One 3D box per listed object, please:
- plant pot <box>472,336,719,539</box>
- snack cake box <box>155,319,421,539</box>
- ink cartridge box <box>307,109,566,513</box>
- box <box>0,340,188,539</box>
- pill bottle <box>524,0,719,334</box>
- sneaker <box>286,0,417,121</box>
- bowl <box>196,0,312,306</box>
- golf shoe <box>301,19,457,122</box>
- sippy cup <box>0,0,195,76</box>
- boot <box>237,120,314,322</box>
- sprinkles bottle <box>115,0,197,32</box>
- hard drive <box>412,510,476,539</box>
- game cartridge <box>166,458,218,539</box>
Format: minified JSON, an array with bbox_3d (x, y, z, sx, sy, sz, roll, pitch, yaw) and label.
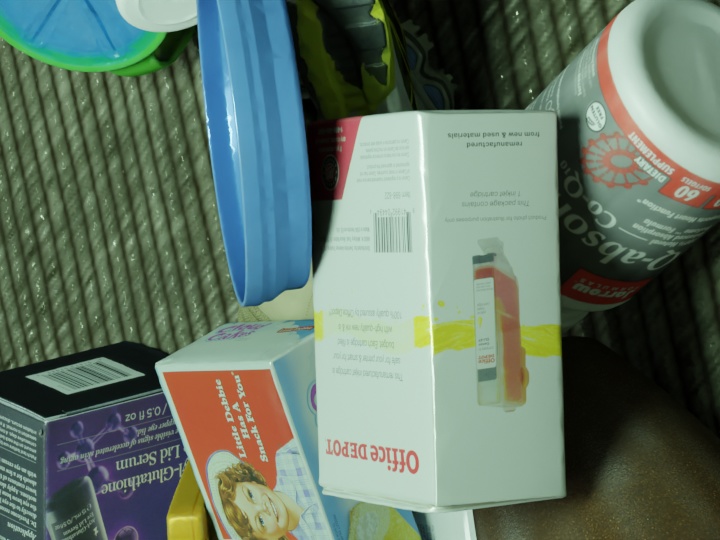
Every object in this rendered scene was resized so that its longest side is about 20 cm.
[{"bbox_3d":[0.137,0.140,1.542,0.201,0.186,0.187,63,140,37],"label":"plant pot"},{"bbox_3d":[-0.037,0.133,1.732,0.115,0.067,0.201,-2,111,50],"label":"snack cake box"},{"bbox_3d":[0.038,0.019,1.484,0.145,0.083,0.202,-178,86,-65],"label":"ink cartridge box"},{"bbox_3d":[-0.186,0.166,1.924,0.104,0.147,0.201,18,114,45],"label":"box"},{"bbox_3d":[0.132,-0.049,1.524,0.200,0.115,0.116,-46,66,45],"label":"pill bottle"},{"bbox_3d":[0.007,-0.091,1.601,0.074,0.085,0.201,-3,119,10],"label":"sneaker"},{"bbox_3d":[-0.058,-0.082,1.548,0.201,0.039,0.202,173,90,-83],"label":"bowl"},{"bbox_3d":[-0.035,-0.144,1.654,0.200,0.097,0.078,51,159,0],"label":"golf shoe"},{"bbox_3d":[-0.168,-0.218,1.799,0.139,0.131,0.178,12,138,3],"label":"sippy cup"},{"bbox_3d":[0.000,0.000,1.725,0.199,0.073,0.156,23,122,34],"label":"boot"},{"bbox_3d":[-0.132,-0.238,1.691,0.068,0.068,0.201,-51,45,43],"label":"sprinkles bottle"},{"bbox_3d":[0.014,0.164,1.784,0.199,0.026,0.133,0,100,49],"label":"hard drive"},{"bbox_3d":[-0.096,0.229,1.843,0.176,0.032,0.201,-78,-14,-78],"label":"game cartridge"}]
